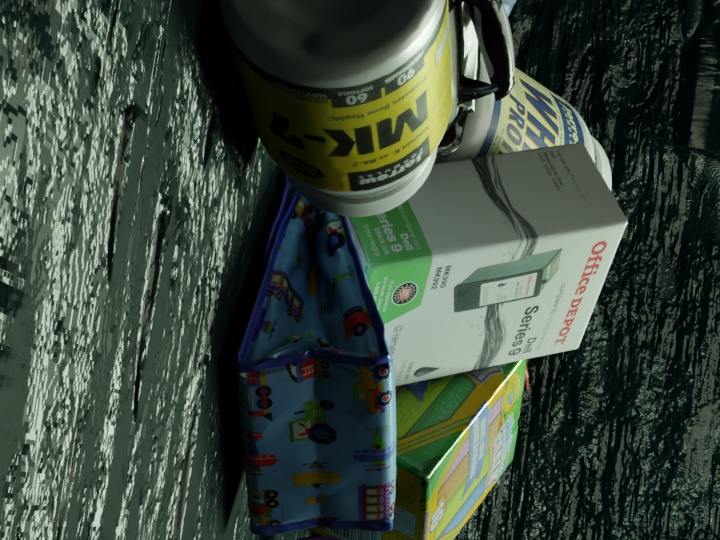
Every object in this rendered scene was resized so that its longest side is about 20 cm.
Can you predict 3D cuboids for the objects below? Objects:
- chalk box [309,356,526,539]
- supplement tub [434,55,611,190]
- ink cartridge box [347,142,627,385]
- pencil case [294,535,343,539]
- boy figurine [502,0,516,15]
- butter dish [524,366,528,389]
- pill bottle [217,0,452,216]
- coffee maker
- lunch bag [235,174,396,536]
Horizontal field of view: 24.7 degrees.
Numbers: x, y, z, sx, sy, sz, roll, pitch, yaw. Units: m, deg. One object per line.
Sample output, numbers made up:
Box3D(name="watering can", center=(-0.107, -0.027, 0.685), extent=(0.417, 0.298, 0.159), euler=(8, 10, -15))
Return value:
Box3D(name="chalk box", center=(0.046, 0.110, 1.248), extent=(0.200, 0.123, 0.125), euler=(-47, 150, -41))
Box3D(name="supplement tub", center=(0.089, -0.087, 1.260), extent=(0.199, 0.144, 0.147), euler=(24, 69, -46))
Box3D(name="ink cartridge box", center=(0.072, -0.002, 1.162), extent=(0.147, 0.198, 0.085), euler=(103, -30, -48))
Box3D(name="pencil case", center=(-0.034, 0.293, 1.187), extent=(0.093, 0.084, 0.202), euler=(-125, -148, -54))
Box3D(name="boy figurine", center=(0.074, -0.201, 1.509), extent=(0.201, 0.124, 0.065), euler=(-55, -146, 17))
Box3D(name="butter dish", center=(0.061, 0.054, 1.556), extent=(0.201, 0.147, 0.199), euler=(57, 2, 9))
Box3D(name="pill bottle", center=(-0.008, -0.109, 0.873), extent=(0.200, 0.113, 0.116), euler=(77, 22, -70))
Box3D(name="coffee maker", center=(0.020, -0.207, 1.064), extent=(0.193, 0.133, 0.202), euler=(-110, -163, -47))
Box3D(name="lunch bag", center=(-0.027, 0.041, 1.042), extent=(0.201, 0.093, 0.152), euler=(-92, -179, -49))
